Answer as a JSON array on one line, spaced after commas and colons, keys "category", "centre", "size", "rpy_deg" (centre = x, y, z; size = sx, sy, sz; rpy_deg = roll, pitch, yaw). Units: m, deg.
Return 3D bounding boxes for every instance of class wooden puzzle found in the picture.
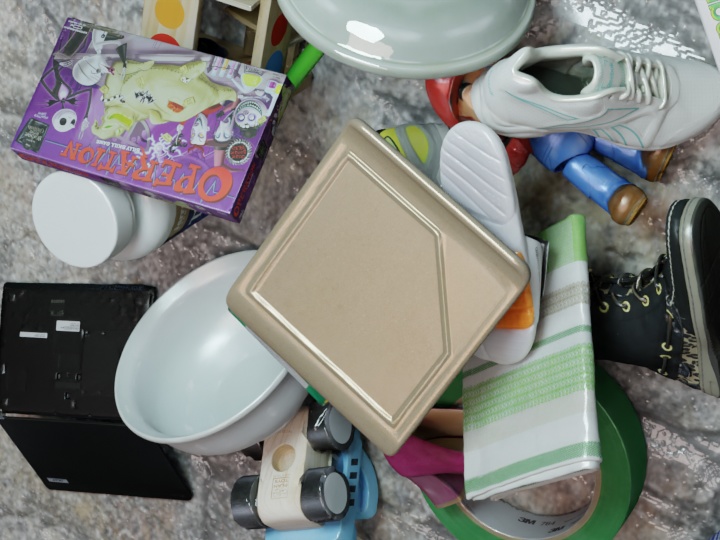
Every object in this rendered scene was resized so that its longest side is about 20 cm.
[{"category": "wooden puzzle", "centre": [0.012, 0.013, 1.388], "size": [0.185, 0.037, 0.200], "rpy_deg": [42, 115, 14]}]

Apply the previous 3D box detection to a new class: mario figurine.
[{"category": "mario figurine", "centre": [0.139, -0.115, 1.396], "size": [0.199, 0.124, 0.106], "rpy_deg": [28, 133, 10]}]

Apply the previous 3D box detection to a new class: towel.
[{"category": "towel", "centre": [0.134, 0.071, 1.417], "size": [0.149, 0.031, 0.201], "rpy_deg": [-25, 58, 49]}]

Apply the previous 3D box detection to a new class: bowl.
[{"category": "bowl", "centre": [-0.107, 0.088, 1.583], "size": [0.200, 0.202, 0.090], "rpy_deg": [-11, 136, 30]}]

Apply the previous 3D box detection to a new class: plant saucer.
[{"category": "plant saucer", "centre": [0.035, -0.227, 1.351], "size": [0.199, 0.200, 0.050], "rpy_deg": [27, 142, 15]}]

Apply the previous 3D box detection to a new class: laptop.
[{"category": "laptop", "centre": [-0.253, 0.116, 1.751], "size": [0.176, 0.103, 0.201], "rpy_deg": [1, 85, 26]}]

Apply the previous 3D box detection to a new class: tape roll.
[{"category": "tape roll", "centre": [0.141, 0.156, 1.543], "size": [0.199, 0.048, 0.202], "rpy_deg": [10, 114, 23]}]

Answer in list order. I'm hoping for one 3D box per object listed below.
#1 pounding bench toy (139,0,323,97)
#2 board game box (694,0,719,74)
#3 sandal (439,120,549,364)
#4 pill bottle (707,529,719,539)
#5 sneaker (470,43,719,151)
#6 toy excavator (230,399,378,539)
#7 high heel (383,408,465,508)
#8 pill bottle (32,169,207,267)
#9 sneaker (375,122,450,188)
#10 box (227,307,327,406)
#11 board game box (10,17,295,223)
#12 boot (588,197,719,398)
[{"category": "pounding bench toy", "centre": [-0.078, -0.196, 1.467], "size": [0.199, 0.124, 0.157], "rpy_deg": [20, 118, 18]}, {"category": "board game box", "centre": [0.322, -0.171, 1.327], "size": [0.126, 0.035, 0.201], "rpy_deg": [-15, 102, 31]}, {"category": "sandal", "centre": [0.109, -0.024, 1.381], "size": [0.079, 0.059, 0.208], "rpy_deg": [15, 125, 33]}, {"category": "pill bottle", "centre": [0.338, 0.235, 1.436], "size": [0.111, 0.111, 0.200], "rpy_deg": [44, 123, 5]}, {"category": "sneaker", "centre": [0.186, -0.131, 1.336], "size": [0.080, 0.199, 0.071], "rpy_deg": [135, 132, -70]}, {"category": "toy excavator", "centre": [-0.022, 0.230, 1.632], "size": [0.099, 0.200, 0.195], "rpy_deg": [-11, 60, 31]}, {"category": "high heel", "centre": [0.096, 0.126, 1.483], "size": [0.200, 0.067, 0.096], "rpy_deg": [-34, 103, 36]}, {"category": "pill bottle", "centre": [-0.185, -0.075, 1.526], "size": [0.110, 0.200, 0.112], "rpy_deg": [10, 115, 23]}, {"category": "sneaker", "centre": [0.037, -0.024, 1.455], "size": [0.076, 0.201, 0.075], "rpy_deg": [4, 156, 1]}, {"category": "box", "centre": [0.000, 0.000, 1.496], "size": [0.117, 0.200, 0.048], "rpy_deg": [45, 164, 3]}, {"category": "board game box", "centre": [-0.162, -0.119, 1.411], "size": [0.199, 0.032, 0.121], "rpy_deg": [16, 80, 20]}, {"category": "boot", "centre": [0.210, 0.016, 1.405], "size": [0.153, 0.074, 0.204], "rpy_deg": [11, 144, 26]}]
